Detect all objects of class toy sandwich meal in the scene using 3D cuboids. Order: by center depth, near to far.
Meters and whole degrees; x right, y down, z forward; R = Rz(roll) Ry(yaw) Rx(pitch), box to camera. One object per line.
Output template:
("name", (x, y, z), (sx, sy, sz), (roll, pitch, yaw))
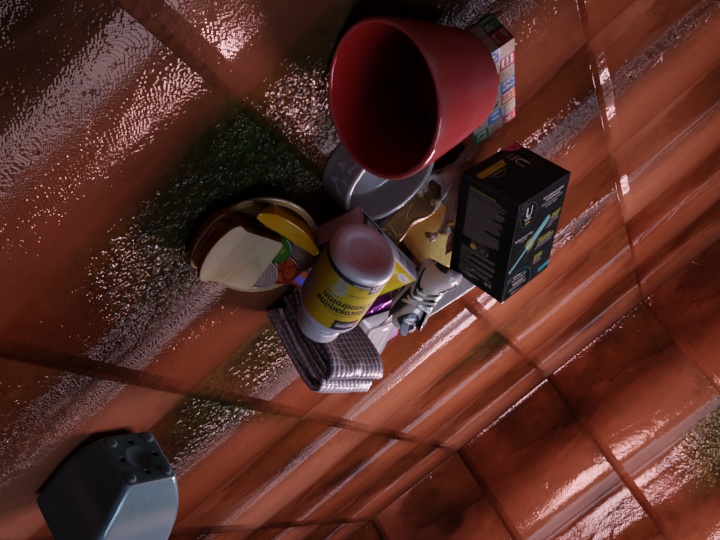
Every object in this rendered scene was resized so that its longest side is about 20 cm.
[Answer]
("toy sandwich meal", (-0.153, -0.026, 1.149), (0.199, 0.071, 0.209), (-11, 135, -10))

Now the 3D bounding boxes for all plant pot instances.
("plant pot", (0.082, -0.242, 1.024), (0.175, 0.201, 0.202), (-24, 153, -42))
("plant pot", (-0.454, 0.421, 1.440), (0.194, 0.197, 0.202), (5, 125, -53))

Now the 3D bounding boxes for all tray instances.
("tray", (0.022, 0.152, 1.592), (0.105, 0.022, 0.202), (-15, 148, -29))

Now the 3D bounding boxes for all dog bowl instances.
("dog bowl", (0.035, -0.161, 1.228), (0.197, 0.059, 0.202), (-28, 152, -16))

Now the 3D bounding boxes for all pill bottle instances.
("pill bottle", (-0.031, 0.027, 1.207), (0.110, 0.114, 0.201), (-14, 152, -36))

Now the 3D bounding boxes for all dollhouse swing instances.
("dollhouse swing", (0.173, -0.117, 1.495), (0.199, 0.177, 0.182), (-40, 112, 11))

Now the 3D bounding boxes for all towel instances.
("towel", (-0.059, 0.128, 1.422), (0.086, 0.202, 0.164), (-46, 150, 25))

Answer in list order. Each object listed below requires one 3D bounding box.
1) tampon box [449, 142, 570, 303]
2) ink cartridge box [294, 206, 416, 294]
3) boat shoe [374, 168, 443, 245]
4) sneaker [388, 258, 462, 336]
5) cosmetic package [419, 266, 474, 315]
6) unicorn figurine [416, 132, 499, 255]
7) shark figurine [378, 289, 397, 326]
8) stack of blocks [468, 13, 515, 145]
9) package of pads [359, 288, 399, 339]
("tampon box", (0.251, -0.083, 1.305), (0.148, 0.125, 0.204), (-30, 139, -34))
("ink cartridge box", (-0.033, -0.005, 1.295), (0.196, 0.048, 0.197), (-25, 143, 20))
("boat shoe", (0.076, -0.115, 1.348), (0.199, 0.069, 0.072), (-41, 131, -15))
("sneaker", (0.109, 0.056, 1.365), (0.133, 0.078, 0.198), (-68, -161, -10))
("cosmetic package", (0.179, 0.012, 1.568), (0.198, 0.075, 0.102), (-34, -164, 2))
("unicorn figurine", (0.162, -0.138, 1.325), (0.137, 0.073, 0.203), (-40, 148, -31))
("shark figurine", (0.021, 0.001, 1.429), (0.213, 0.091, 0.128), (35, 118, -30))
("stack of blocks", (0.181, -0.287, 1.200), (0.114, 0.059, 0.201), (-34, 154, -4))
("package of pads", (0.023, 0.092, 1.605), (0.119, 0.076, 0.202), (-29, 153, -17))
